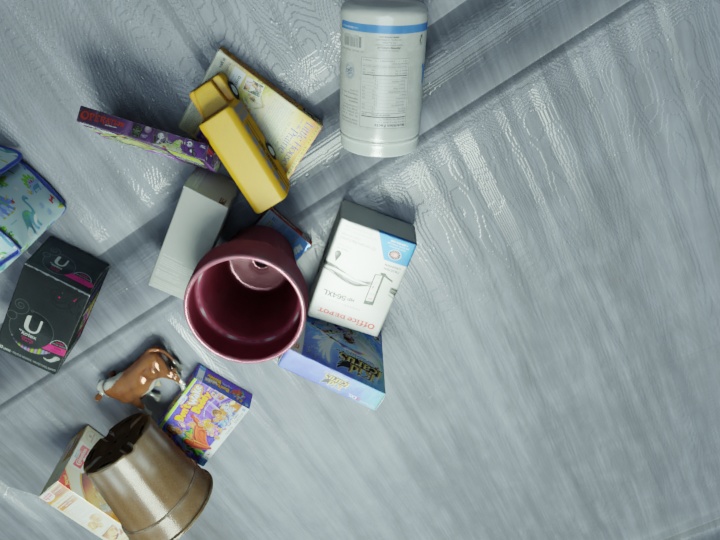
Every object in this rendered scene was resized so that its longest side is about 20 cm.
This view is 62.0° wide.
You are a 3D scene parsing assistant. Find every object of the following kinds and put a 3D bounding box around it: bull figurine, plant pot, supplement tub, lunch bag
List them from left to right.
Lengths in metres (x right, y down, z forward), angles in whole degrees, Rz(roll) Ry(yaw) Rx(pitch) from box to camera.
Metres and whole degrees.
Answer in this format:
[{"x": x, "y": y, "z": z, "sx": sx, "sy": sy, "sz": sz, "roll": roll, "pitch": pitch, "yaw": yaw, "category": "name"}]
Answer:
[{"x": -0.604, "y": -0.117, "z": 0.959, "sx": 0.126, "sy": 0.171, "sz": 0.201, "roll": -34, "pitch": 112, "yaw": 18, "category": "lunch bag"}, {"x": -0.442, "y": 0.229, "z": 1.209, "sx": 0.198, "sy": 0.066, "sz": 0.121, "roll": -35, "pitch": 120, "yaw": 24, "category": "bull figurine"}, {"x": -0.427, "y": 0.409, "z": 1.191, "sx": 0.195, "sy": 0.202, "sz": 0.202, "roll": -23, "pitch": 114, "yaw": 12, "category": "plant pot"}, {"x": -0.180, "y": 0.022, "z": 1.008, "sx": 0.193, "sy": 0.181, "sz": 0.206, "roll": 0, "pitch": 118, "yaw": 0, "category": "plant pot"}, {"x": 0.032, "y": -0.288, "z": 0.889, "sx": 0.127, "sy": 0.133, "sz": 0.206, "roll": 1, "pitch": 120, "yaw": -1, "category": "supplement tub"}]

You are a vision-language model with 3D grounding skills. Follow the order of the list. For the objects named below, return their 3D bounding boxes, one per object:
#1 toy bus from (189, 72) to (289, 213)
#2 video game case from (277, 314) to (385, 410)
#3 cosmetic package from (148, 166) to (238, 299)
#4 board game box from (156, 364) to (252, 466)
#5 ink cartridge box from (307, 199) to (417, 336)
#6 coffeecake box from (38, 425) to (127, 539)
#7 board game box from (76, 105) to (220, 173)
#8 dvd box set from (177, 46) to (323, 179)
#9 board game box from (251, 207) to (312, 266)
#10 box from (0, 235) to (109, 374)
[{"x": -0.188, "y": -0.197, "z": 0.932, "sx": 0.064, "sy": 0.079, "sz": 0.203, "roll": -25, "pitch": 115, "yaw": 14, "category": "toy bus"}, {"x": -0.048, "y": 0.141, "z": 1.093, "sx": 0.196, "sy": 0.183, "sz": 0.046, "roll": 27, "pitch": 117, "yaw": -15, "category": "video game case"}, {"x": -0.284, "y": -0.064, "z": 1.026, "sx": 0.088, "sy": 0.108, "sz": 0.204, "roll": 21, "pitch": 115, "yaw": -11, "category": "cosmetic package"}, {"x": -0.336, "y": 0.309, "z": 1.263, "sx": 0.133, "sy": 0.045, "sz": 0.201, "roll": 32, "pitch": 114, "yaw": -16, "category": "board game box"}, {"x": 0.000, "y": 0.000, "z": 1.072, "sx": 0.142, "sy": 0.085, "sz": 0.204, "roll": 17, "pitch": 117, "yaw": -9, "category": "ink cartridge box"}, {"x": -0.555, "y": 0.461, "z": 1.283, "sx": 0.072, "sy": 0.155, "sz": 0.200, "roll": -35, "pitch": 114, "yaw": 19, "category": "coffeecake box"}, {"x": -0.323, "y": -0.202, "z": 0.937, "sx": 0.194, "sy": 0.120, "sz": 0.033, "roll": 17, "pitch": 85, "yaw": -5, "category": "board game box"}, {"x": -0.178, "y": -0.237, "z": 0.973, "sx": 0.197, "sy": 0.030, "sz": 0.147, "roll": 32, "pitch": 114, "yaw": -16, "category": "dvd box set"}, {"x": -0.188, "y": -0.015, "z": 1.101, "sx": 0.102, "sy": 0.020, "sz": 0.200, "roll": 39, "pitch": 112, "yaw": -17, "category": "board game box"}, {"x": -0.561, "y": 0.065, "z": 1.095, "sx": 0.120, "sy": 0.107, "sz": 0.202, "roll": 27, "pitch": 115, "yaw": -15, "category": "box"}]
